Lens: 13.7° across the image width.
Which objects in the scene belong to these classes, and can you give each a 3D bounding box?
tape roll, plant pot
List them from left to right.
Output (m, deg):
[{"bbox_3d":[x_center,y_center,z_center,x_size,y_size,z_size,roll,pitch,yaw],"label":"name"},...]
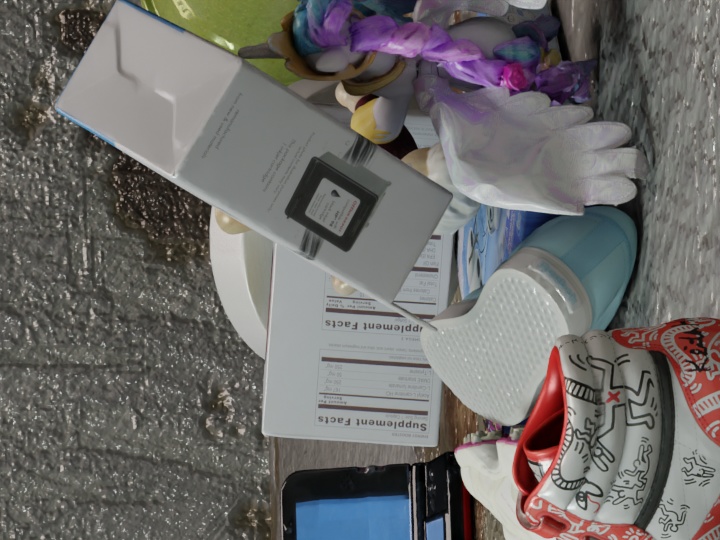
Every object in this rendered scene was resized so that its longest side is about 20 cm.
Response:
[{"bbox_3d":[-0.067,-0.276,2.489,0.184,0.199,0.201,123,148,-58],"label":"plant pot"},{"bbox_3d":[-0.011,-0.027,1.957,0.037,0.202,0.204,8,101,48],"label":"tape roll"}]

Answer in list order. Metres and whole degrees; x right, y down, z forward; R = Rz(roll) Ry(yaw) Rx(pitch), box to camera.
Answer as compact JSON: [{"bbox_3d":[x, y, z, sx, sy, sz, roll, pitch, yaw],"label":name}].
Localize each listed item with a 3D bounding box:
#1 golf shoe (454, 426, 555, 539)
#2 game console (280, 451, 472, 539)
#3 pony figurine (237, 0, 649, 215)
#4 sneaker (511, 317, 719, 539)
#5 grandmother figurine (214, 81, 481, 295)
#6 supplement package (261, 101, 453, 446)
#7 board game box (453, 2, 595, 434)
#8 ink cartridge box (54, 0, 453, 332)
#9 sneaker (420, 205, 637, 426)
[{"bbox_3d":[0.093,0.125,1.566,0.200,0.075,0.092,154,111,-84],"label":"golf shoe"},{"bbox_3d":[0.011,0.232,2.081,0.172,0.118,0.201,128,140,-80],"label":"game console"},{"bbox_3d":[0.053,-0.105,1.497,0.200,0.192,0.167,15,-106,-76],"label":"pony figurine"},{"bbox_3d":[0.114,0.113,1.212,0.067,0.107,0.202,-106,17,-66],"label":"sneaker"},{"bbox_3d":[-0.004,-0.047,1.703,0.200,0.060,0.122,1,100,48],"label":"grandmother figurine"},{"bbox_3d":[0.000,0.000,1.844,0.114,0.109,0.201,-95,9,-86],"label":"supplement package"},{"bbox_3d":[0.089,-0.023,1.687,0.199,0.043,0.201,-97,8,-49],"label":"board game box"},{"bbox_3d":[-0.039,-0.050,1.484,0.116,0.200,0.067,29,89,48],"label":"ink cartridge box"},{"bbox_3d":[0.095,0.022,1.539,0.074,0.082,0.200,52,158,1],"label":"sneaker"}]
